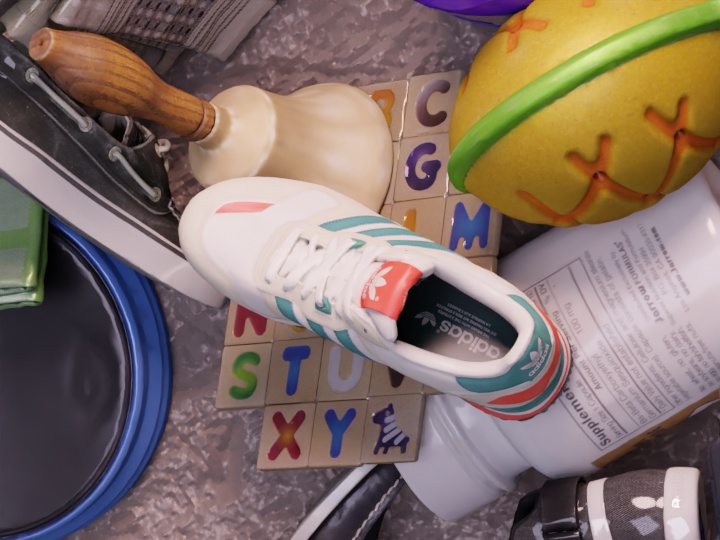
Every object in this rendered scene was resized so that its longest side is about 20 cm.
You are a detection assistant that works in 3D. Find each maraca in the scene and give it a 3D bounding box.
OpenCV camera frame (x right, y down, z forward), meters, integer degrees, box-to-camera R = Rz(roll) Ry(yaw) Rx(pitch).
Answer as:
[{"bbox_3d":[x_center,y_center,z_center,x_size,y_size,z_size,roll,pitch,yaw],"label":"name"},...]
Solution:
[{"bbox_3d":[0.129,-0.088,1.295,0.199,0.137,0.107,-27,80,0],"label":"maraca"}]

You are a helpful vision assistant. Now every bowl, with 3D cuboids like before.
[{"bbox_3d":[-0.200,0.052,1.491,0.200,0.039,0.201,1,96,14],"label":"bowl"}]

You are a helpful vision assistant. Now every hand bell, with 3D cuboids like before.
[{"bbox_3d":[-0.085,-0.076,1.356,0.104,0.200,0.105,-17,62,35],"label":"hand bell"}]

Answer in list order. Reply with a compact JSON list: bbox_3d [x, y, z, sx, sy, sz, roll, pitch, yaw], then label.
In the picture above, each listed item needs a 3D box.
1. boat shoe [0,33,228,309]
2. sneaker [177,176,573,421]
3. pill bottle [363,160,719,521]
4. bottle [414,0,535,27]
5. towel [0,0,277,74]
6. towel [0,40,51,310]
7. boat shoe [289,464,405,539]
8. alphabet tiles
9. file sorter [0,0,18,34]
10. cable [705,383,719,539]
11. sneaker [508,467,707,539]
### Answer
[{"bbox_3d":[-0.124,-0.046,1.404,0.071,0.200,0.064,28,83,49],"label":"boat shoe"},{"bbox_3d":[0.004,0.003,1.294,0.199,0.093,0.071,26,82,12],"label":"sneaker"},{"bbox_3d":[0.107,0.037,1.377,0.200,0.114,0.115,-31,88,14],"label":"pill bottle"},{"bbox_3d":[0.055,-0.152,1.325,0.083,0.200,0.066,8,93,13],"label":"bottle"},{"bbox_3d":[-0.063,-0.164,1.359,0.200,0.192,0.035,-42,77,14],"label":"towel"},{"bbox_3d":[-0.254,-0.046,1.467,0.199,0.031,0.150,-6,73,19],"label":"towel"},{"bbox_3d":[-0.023,0.167,1.443,0.060,0.074,0.200,39,106,7],"label":"boat shoe"},{"bbox_3d":[0.000,0.000,1.394,0.166,0.006,0.201,-6,69,39],"label":"alphabet tiles"},{"bbox_3d":[-0.181,-0.193,1.332,0.125,0.139,0.200,47,131,-5],"label":"file sorter"},{"bbox_3d":[0.242,0.103,1.355,0.163,0.051,0.201,-26,120,-19],"label":"cable"},{"bbox_3d":[0.118,0.178,1.387,0.111,0.073,0.201,0,122,12],"label":"sneaker"}]
